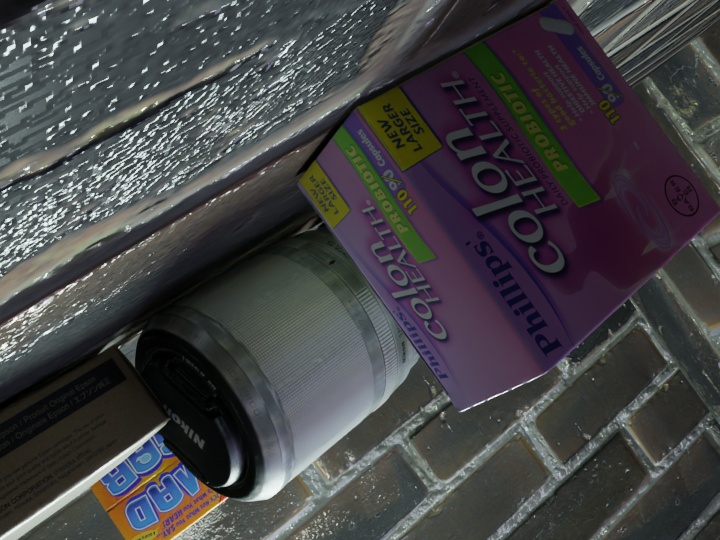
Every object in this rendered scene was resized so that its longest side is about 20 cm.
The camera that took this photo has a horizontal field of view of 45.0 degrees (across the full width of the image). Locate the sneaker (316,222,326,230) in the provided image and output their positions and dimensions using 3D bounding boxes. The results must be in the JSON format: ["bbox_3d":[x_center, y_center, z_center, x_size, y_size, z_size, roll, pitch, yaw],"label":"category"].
[{"bbox_3d":[0.053,-0.061,0.786,0.199,0.077,0.114,-30,-175,-18],"label":"sneaker"}]

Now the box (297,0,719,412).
[{"bbox_3d":[0.096,-0.047,0.550,0.199,0.176,0.097,-33,176,-32],"label":"box"}]

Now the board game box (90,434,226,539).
[{"bbox_3d":[-0.336,0.342,1.509,0.199,0.201,0.200,-35,177,-6],"label":"board game box"}]

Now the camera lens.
[{"bbox_3d":[-0.064,0.070,0.692,0.200,0.160,0.160,-34,176,-38],"label":"camera lens"}]

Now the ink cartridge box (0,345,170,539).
[{"bbox_3d":[-0.258,0.155,0.646,0.164,0.075,0.200,-35,177,-45],"label":"ink cartridge box"}]
